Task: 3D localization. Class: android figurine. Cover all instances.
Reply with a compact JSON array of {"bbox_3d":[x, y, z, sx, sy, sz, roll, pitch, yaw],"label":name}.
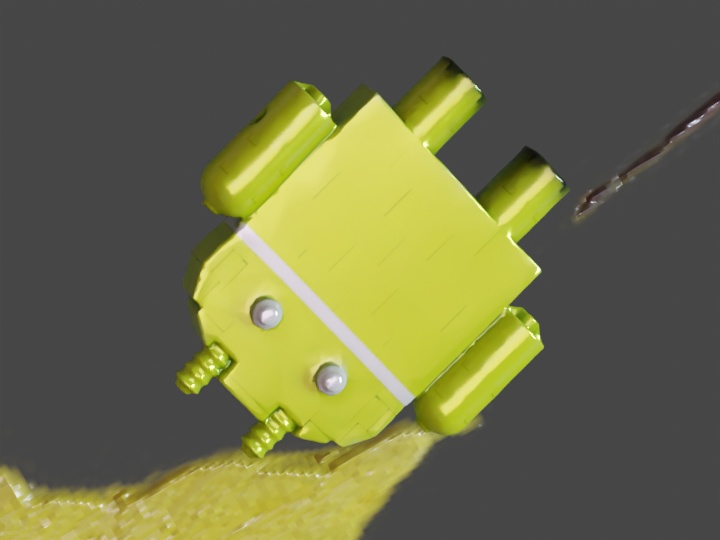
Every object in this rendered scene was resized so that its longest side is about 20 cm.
[{"bbox_3d":[0.000,0.000,1.412,0.200,0.041,0.182,-43,108,-3],"label":"android figurine"}]
